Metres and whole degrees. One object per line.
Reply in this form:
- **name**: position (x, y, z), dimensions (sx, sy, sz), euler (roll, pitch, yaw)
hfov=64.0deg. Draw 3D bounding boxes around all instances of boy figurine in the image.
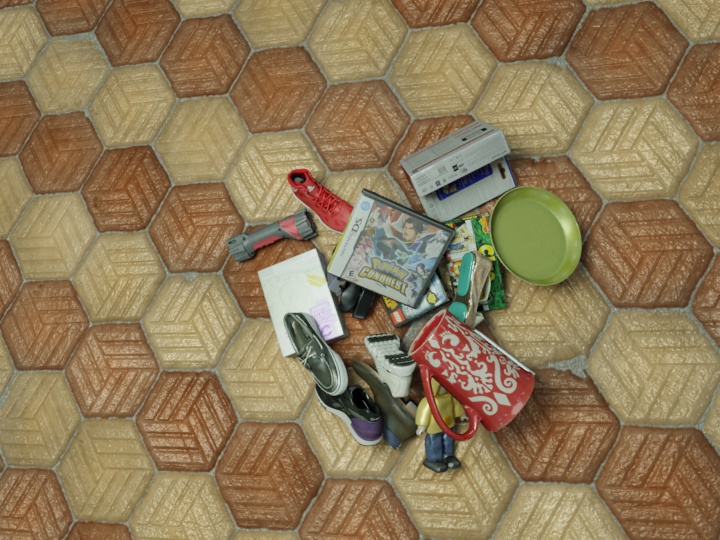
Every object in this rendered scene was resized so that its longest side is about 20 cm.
- **boy figurine**: position (0.164, 0.285, 1.134), dimensions (0.123, 0.064, 0.202), euler (-1, 94, -29)

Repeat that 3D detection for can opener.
- **can opener**: position (0.000, 0.000, 1.222), dimensions (0.078, 0.063, 0.202), euler (14, 95, -23)

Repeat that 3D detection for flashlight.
- **flashlight**: position (-0.199, -0.074, 1.304), dimensions (0.199, 0.068, 0.068), euler (-23, 74, 12)

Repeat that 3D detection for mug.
- **mug**: position (0.187, 0.186, 1.027), dimensions (0.200, 0.178, 0.134), euler (41, 134, -2)

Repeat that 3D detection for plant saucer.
- **plant saucer**: position (0.336, -0.065, 1.121), dimensions (0.198, 0.031, 0.202), euler (4, 73, -14)

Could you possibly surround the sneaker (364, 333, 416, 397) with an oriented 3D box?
- **sneaker**: position (0.054, 0.183, 1.148), dimensions (0.074, 0.200, 0.082), euler (-5, 106, -11)

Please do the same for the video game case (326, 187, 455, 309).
- **video game case**: position (0.058, -0.039, 1.131), dimensions (0.199, 0.026, 0.182), euler (23, 108, -9)

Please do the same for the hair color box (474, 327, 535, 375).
- **hair color box**: position (0.237, 0.189, 1.160), dimensions (0.200, 0.065, 0.110), euler (38, 89, 17)

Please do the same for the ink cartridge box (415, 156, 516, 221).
- **ink cartridge box**: position (0.222, -0.177, 1.219), dimensions (0.199, 0.037, 0.095), euler (-26, 116, 8)

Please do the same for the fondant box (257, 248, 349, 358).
- **fondant box**: position (-0.125, 0.072, 1.262), dimensions (0.143, 0.058, 0.202), euler (-21, 77, 7)

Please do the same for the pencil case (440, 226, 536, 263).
- **pencil case**: position (0.259, -0.053, 1.192), dimensions (0.198, 0.078, 0.090), euler (-1, 79, 12)

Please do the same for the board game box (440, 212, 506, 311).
- **board game box**: position (0.227, -0.010, 1.162), dimensions (0.104, 0.023, 0.202), euler (-11, 110, 14)

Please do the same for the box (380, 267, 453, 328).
- **box**: position (0.094, 0.003, 1.219), dimensions (0.136, 0.040, 0.201), euler (-30, 74, 23)

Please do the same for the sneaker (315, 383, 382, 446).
- **sneaker**: position (-0.019, 0.255, 1.159), dimensions (0.200, 0.075, 0.088), euler (33, 129, 43)

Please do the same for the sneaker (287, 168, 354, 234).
- **sneaker**: position (-0.086, -0.151, 1.264), dimensions (0.199, 0.116, 0.079), euler (31, 87, 16)

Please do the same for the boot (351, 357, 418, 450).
- **boot**: position (0.038, 0.272, 1.182), dimensions (0.200, 0.075, 0.097), euler (40, 87, 14)

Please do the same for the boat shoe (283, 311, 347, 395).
- **boat shoe**: position (-0.100, 0.167, 1.152), dimensions (0.072, 0.071, 0.200), euler (-49, 58, 19)

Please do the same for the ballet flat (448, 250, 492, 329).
- **ballet flat**: position (0.215, 0.064, 1.123), dimensions (0.067, 0.068, 0.202), euler (14, 96, -24)

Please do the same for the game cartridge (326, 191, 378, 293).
- **game cartridge**: position (-0.012, -0.063, 1.204), dimensions (0.038, 0.130, 0.201), euler (26, 108, -20)

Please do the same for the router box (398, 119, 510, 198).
- **router box**: position (0.188, -0.236, 1.192), dimensions (0.199, 0.180, 0.049), euler (-26, 110, 7)
